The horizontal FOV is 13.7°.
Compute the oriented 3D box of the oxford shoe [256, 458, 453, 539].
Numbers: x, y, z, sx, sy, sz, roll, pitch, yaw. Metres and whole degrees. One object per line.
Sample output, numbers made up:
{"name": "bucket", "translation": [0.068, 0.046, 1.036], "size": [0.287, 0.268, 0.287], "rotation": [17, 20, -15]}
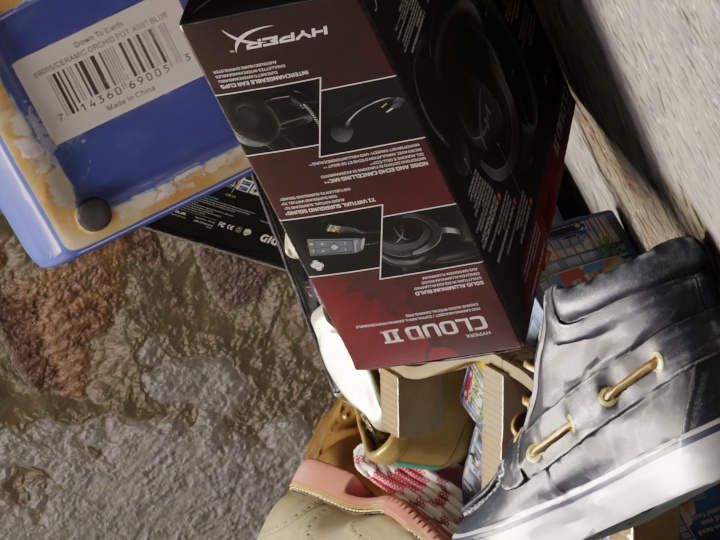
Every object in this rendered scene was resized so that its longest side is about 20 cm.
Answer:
{"name": "oxford shoe", "translation": [0.008, 0.150, 1.445], "size": [0.071, 0.074, 0.200], "rotation": [44, 169, -22]}

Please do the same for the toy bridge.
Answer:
{"name": "toy bridge", "translation": [0.067, 0.066, 1.291], "size": [0.200, 0.027, 0.067], "rotation": [29, 126, 53]}

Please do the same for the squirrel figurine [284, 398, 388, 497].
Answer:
{"name": "squirrel figurine", "translation": [0.048, 0.159, 1.652], "size": [0.186, 0.142, 0.200], "rotation": [27, -130, -9]}

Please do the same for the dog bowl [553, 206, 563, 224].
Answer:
{"name": "dog bowl", "translation": [0.060, -0.017, 1.520], "size": [0.200, 0.074, 0.200], "rotation": [157, 90, -89]}

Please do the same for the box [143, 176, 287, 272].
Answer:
{"name": "box", "translation": [-0.066, -0.090, 1.556], "size": [0.200, 0.160, 0.049], "rotation": [16, -154, -36]}

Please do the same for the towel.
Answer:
{"name": "towel", "translation": [0.095, 0.146, 1.509], "size": [0.200, 0.030, 0.146], "rotation": [36, -177, 17]}

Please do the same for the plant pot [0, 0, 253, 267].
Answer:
{"name": "plant pot", "translation": [-0.116, -0.132, 1.353], "size": [0.180, 0.200, 0.200], "rotation": [-115, -1, -54]}

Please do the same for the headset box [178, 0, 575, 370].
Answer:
{"name": "headset box", "translation": [0.016, -0.071, 1.166], "size": [0.149, 0.077, 0.200], "rotation": [-75, -31, -44]}

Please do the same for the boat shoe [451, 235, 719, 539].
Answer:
{"name": "boat shoe", "translation": [0.088, 0.055, 1.157], "size": [0.200, 0.071, 0.091], "rotation": [-33, 76, 53]}

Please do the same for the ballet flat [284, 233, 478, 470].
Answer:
{"name": "ballet flat", "translation": [0.000, 0.000, 1.420], "size": [0.069, 0.063, 0.200], "rotation": [-41, 65, 47]}

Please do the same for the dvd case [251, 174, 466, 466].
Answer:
{"name": "dvd case", "translation": [0.013, 0.024, 1.548], "size": [0.200, 0.016, 0.149], "rotation": [32, -147, -58]}

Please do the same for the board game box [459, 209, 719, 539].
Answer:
{"name": "board game box", "translation": [0.118, 0.115, 1.320], "size": [0.200, 0.062, 0.200], "rotation": [54, 147, 35]}
